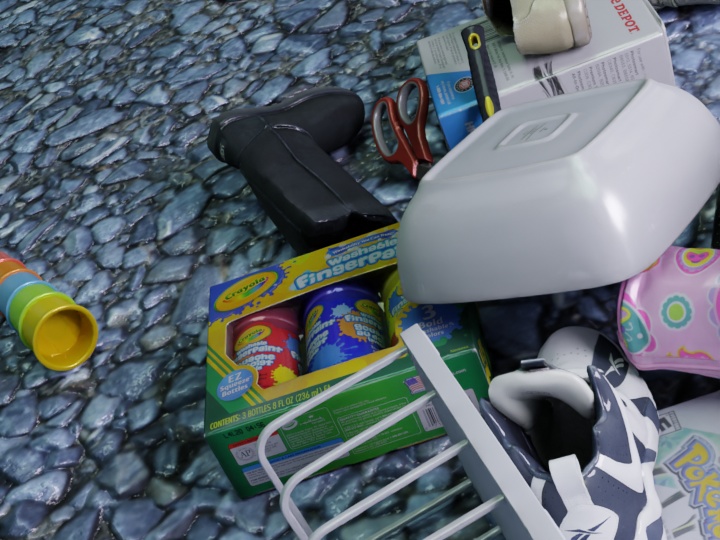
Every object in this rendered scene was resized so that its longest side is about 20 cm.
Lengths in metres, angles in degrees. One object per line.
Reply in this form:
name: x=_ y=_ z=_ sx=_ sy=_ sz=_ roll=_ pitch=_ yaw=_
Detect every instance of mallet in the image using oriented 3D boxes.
mallet: x=0.118 y=-0.104 z=0.979 sx=0.065 sy=0.041 sz=0.203 roll=-7 pitch=74 yaw=12

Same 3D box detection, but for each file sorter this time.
file sorter: x=0.039 y=0.160 z=0.688 sx=0.124 sy=0.140 sz=0.200 roll=-30 pitch=36 yaw=-3

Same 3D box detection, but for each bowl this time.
bowl: x=0.129 y=-0.061 z=0.823 sx=0.198 sy=0.075 sz=0.200 roll=-6 pitch=25 yaw=41

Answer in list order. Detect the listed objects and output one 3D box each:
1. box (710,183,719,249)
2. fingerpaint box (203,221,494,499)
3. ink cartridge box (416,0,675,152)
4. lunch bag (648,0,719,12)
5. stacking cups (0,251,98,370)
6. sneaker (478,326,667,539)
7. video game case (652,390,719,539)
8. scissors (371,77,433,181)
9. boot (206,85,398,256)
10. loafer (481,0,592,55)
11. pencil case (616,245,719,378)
box: x=0.321 y=-0.048 z=0.867 sx=0.135 sy=0.040 sz=0.201 roll=-3 pitch=41 yaw=25
fingerpaint box: x=-0.011 y=0.055 z=0.902 sx=0.198 sy=0.074 sz=0.168 roll=-18 pitch=36 yaw=9
ink cartridge box: x=0.160 y=-0.171 z=1.078 sx=0.198 sy=0.085 sz=0.147 roll=-19 pitch=35 yaw=8
lunch bag: x=0.289 y=-0.341 z=1.171 sx=0.166 sy=0.140 sz=0.201 roll=4 pitch=43 yaw=33
stacking cups: x=-0.308 y=0.030 z=1.125 sx=0.060 sy=0.061 sz=0.199 roll=-40 pitch=36 yaw=-20
sneaker: x=0.121 y=0.075 z=0.718 sx=0.079 sy=0.130 sz=0.200 roll=-15 pitch=37 yaw=21
video game case: x=0.250 y=0.135 z=0.693 sx=0.180 sy=0.022 sz=0.201 roll=-19 pitch=36 yaw=8
scissors: x=0.053 y=-0.081 z=1.064 sx=0.073 sy=0.014 sz=0.202 roll=-40 pitch=52 yaw=35
boot: x=-0.024 y=-0.088 z=1.093 sx=0.163 sy=0.066 sz=0.200 roll=-18 pitch=37 yaw=-25
loafer: x=0.131 y=-0.243 z=1.049 sx=0.068 sy=0.076 sz=0.201 roll=-19 pitch=35 yaw=-3
pencil case: x=0.252 y=0.035 z=0.722 sx=0.198 sy=0.088 sz=0.088 roll=11 pitch=48 yaw=33
